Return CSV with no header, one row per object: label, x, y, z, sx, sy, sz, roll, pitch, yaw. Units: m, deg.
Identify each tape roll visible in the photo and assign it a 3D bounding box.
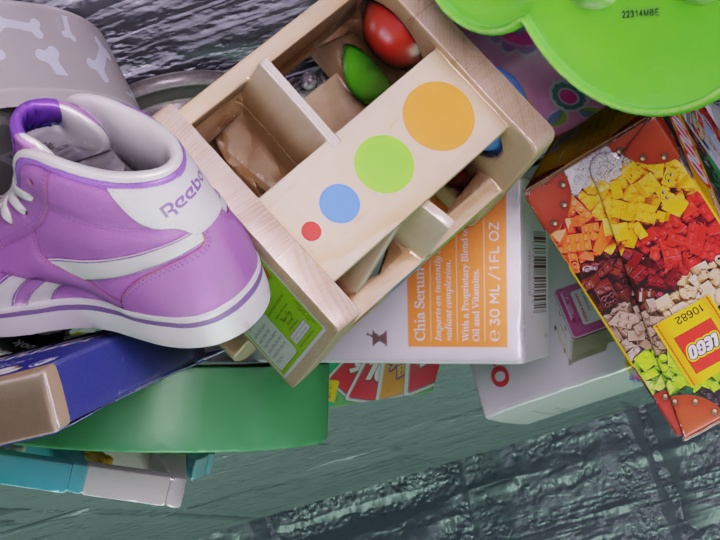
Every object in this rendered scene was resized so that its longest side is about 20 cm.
tape roll,-0.118,0.074,1.057,0.200,0.048,0.200,2,180,0

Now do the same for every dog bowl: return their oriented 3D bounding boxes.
dog bowl,-0.197,-0.063,0.842,0.200,0.059,0.200,-15,168,-3

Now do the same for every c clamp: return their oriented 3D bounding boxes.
c clamp,-0.096,-0.069,1.001,0.200,0.027,0.171,-24,165,33

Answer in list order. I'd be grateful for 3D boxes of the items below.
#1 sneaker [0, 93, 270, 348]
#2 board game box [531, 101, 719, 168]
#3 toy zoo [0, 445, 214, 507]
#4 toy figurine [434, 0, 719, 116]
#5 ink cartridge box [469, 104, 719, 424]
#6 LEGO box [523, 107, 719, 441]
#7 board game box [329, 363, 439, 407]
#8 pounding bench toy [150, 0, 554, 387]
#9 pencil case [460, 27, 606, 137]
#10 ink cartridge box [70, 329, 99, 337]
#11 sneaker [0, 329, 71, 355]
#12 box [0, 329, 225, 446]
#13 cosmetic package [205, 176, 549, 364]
sneaker,-0.139,-0.031,0.796,0.200,0.073,0.114,0,134,33
board game box,0.143,-0.083,1.191,0.135,0.035,0.200,-11,167,-20
toy zoo,-0.188,0.107,1.127,0.199,0.021,0.131,11,-170,-20
toy figurine,0.153,-0.153,0.754,0.184,0.151,0.200,-17,-167,-38
ink cartridge box,0.158,-0.001,1.146,0.200,0.145,0.085,-22,166,23
LEGO box,0.167,-0.020,0.964,0.077,0.149,0.200,-32,-173,18
board game box,0.025,-0.011,1.105,0.095,0.200,0.030,-6,-152,-37
pounding bench toy,-0.015,-0.043,0.892,0.156,0.124,0.200,-41,176,-19
pencil case,0.115,-0.120,0.910,0.087,0.088,0.200,-3,162,-43
ink cartridge box,-0.198,0.021,1.154,0.136,0.077,0.200,-20,167,16
sneaker,-0.179,0.019,0.967,0.200,0.089,0.074,6,158,47
box,-0.153,0.054,0.857,0.121,0.032,0.200,-14,-178,18
cosmetic package,0.000,0.000,1.000,0.199,0.102,0.071,-1,180,17
